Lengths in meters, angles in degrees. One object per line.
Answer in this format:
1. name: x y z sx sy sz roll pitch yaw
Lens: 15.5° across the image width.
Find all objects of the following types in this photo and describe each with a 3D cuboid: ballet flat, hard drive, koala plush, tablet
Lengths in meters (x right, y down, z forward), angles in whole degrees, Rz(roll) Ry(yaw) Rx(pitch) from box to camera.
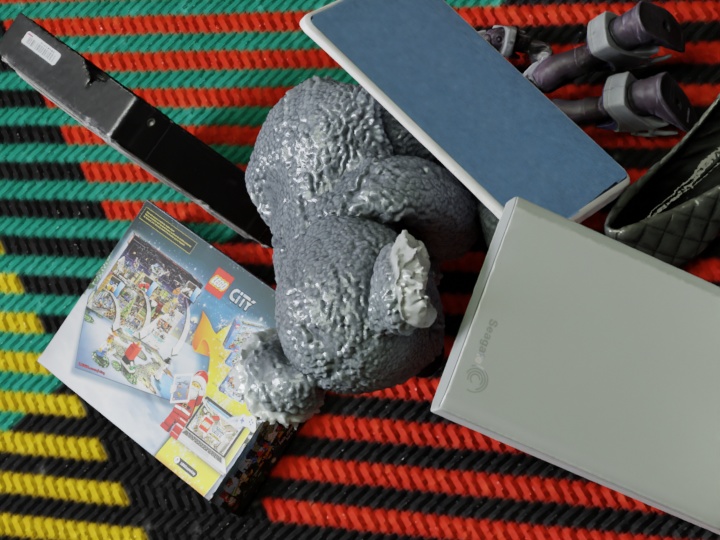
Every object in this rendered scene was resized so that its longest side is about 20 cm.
1. ballet flat: 0.226 -0.079 1.606 0.200 0.057 0.066 -51 52 2
2. hard drive: 0.154 0.058 1.520 0.026 0.199 0.133 152 140 -74
3. koala plush: 0.000 0.000 1.584 0.177 0.184 0.200 -32 25 33
4. tablet: 0.064 -0.100 1.600 0.200 0.130 0.014 44 127 12
5. hard drive: -0.140 -0.089 1.760 0.140 0.200 0.038 36 92 38

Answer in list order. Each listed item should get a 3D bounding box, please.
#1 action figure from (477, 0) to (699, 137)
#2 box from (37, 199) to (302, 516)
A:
1. action figure: 0.113 -0.107 1.692 0.199 0.069 0.131 -11 69 33
2. box: -0.113 0.056 1.776 0.200 0.038 0.137 35 89 39
